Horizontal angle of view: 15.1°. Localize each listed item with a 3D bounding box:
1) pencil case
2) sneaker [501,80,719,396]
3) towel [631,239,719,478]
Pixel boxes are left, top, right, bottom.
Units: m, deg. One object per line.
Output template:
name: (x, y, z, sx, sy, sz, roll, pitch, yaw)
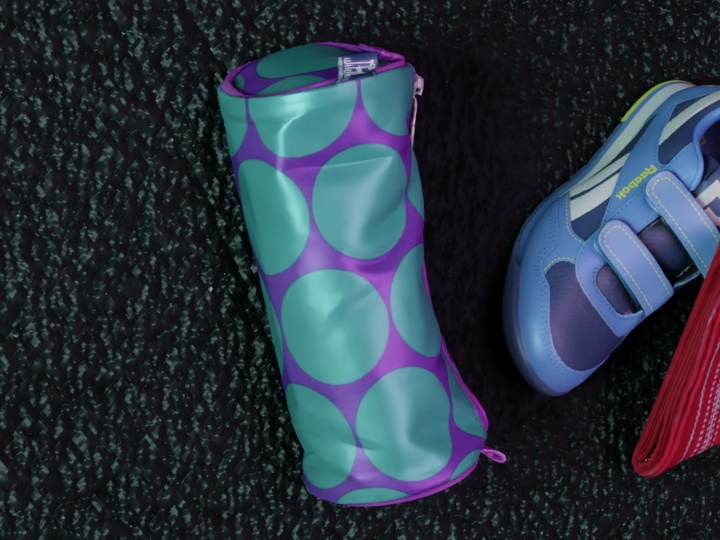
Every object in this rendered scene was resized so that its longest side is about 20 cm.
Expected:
pencil case: (0.000, 0.000, 1.212, 0.092, 0.085, 0.201, -13, 101, -11)
sneaker: (0.142, -0.021, 1.340, 0.200, 0.082, 0.074, -53, 123, -26)
towel: (0.223, 0.026, 1.396, 0.200, 0.022, 0.145, -18, 136, -45)
